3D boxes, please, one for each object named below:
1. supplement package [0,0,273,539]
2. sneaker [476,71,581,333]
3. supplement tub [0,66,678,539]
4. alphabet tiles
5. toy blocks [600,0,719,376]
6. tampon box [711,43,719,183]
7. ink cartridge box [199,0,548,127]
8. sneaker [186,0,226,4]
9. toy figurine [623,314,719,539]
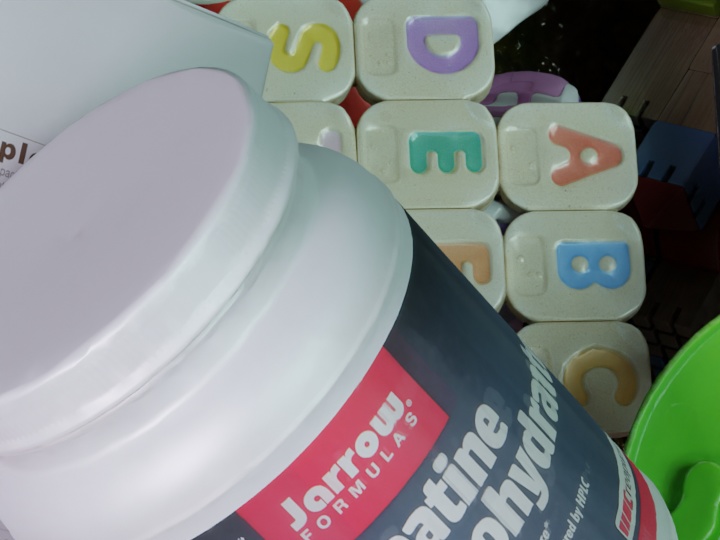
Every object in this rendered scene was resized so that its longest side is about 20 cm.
[{"bbox_3d":[-0.125,0.008,0.929,0.120,0.121,0.200,20,74,-35],"label":"supplement package"},{"bbox_3d":[0.031,0.023,1.075,0.088,0.080,0.200,41,69,-34],"label":"sneaker"},{"bbox_3d":[-0.016,0.055,0.845,0.200,0.140,0.140,47,62,-28],"label":"supplement tub"},{"bbox_3d":[0.000,0.000,1.015,0.195,0.015,0.200,0,72,-5],"label":"alphabet tiles"},{"bbox_3d":[0.133,-0.013,1.123,0.137,0.100,0.200,-57,143,-25],"label":"toy blocks"},{"bbox_3d":[0.234,-0.005,1.031,0.200,0.150,0.126,39,42,-45],"label":"tampon box"},{"bbox_3d":[-0.005,-0.138,1.074,0.162,0.050,0.200,51,57,-20],"label":"ink cartridge box"},{"bbox_3d":[-0.099,-0.140,0.968,0.200,0.089,0.077,12,88,-26],"label":"sneaker"},{"bbox_3d":[0.162,0.121,0.966,0.200,0.150,0.184,-62,156,-11],"label":"toy figurine"}]
